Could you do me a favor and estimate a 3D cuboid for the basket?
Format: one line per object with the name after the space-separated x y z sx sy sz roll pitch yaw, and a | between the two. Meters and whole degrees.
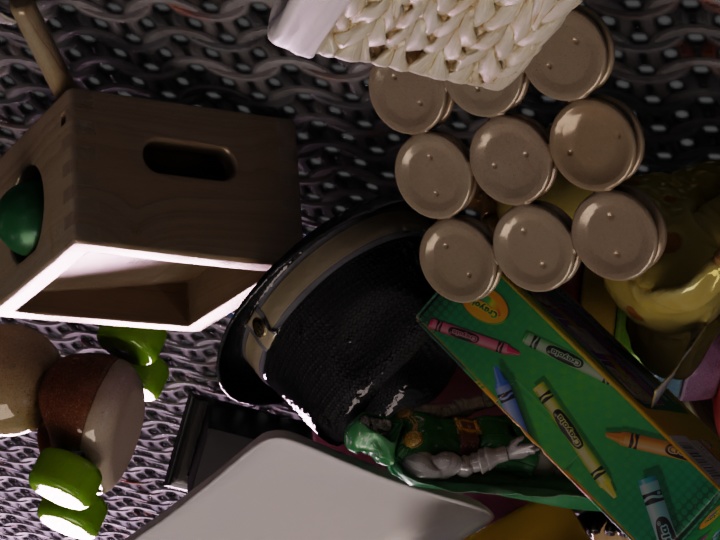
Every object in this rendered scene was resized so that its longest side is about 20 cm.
0.050 -0.182 0.778 0.123 0.136 0.200 16 154 -12 | basket

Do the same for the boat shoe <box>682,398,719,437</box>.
0.278 0.121 1.289 0.066 0.072 0.201 -36 155 31 | boat shoe

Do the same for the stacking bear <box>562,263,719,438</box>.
0.165 0.035 1.180 0.200 0.114 0.122 7 125 6 | stacking bear

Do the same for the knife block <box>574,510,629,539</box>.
0.199 0.115 1.277 0.064 0.200 0.176 4 138 16 | knife block

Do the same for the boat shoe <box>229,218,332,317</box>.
0.000 0.000 1.243 0.200 0.084 0.069 -2 148 -10 | boat shoe

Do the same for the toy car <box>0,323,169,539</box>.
-0.281 0.101 1.460 0.200 0.164 0.158 20 154 5 | toy car

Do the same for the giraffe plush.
0.150 -0.030 1.032 0.162 0.200 0.173 33 134 15 | giraffe plush

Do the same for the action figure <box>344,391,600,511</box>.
0.085 0.110 1.104 0.200 0.118 0.055 4 117 -18 | action figure

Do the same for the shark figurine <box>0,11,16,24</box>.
-0.238 -0.158 1.000 0.128 0.090 0.214 25 153 -28 | shark figurine

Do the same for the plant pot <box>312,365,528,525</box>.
0.056 0.121 1.332 0.179 0.200 0.200 -7 152 2 | plant pot

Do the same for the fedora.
0.007 0.044 1.125 0.200 0.092 0.201 -28 154 -15 | fedora

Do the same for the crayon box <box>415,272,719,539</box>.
0.136 0.078 1.027 0.200 0.058 0.119 45 -167 23 | crayon box

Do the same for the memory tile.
0.076 -0.084 0.947 0.153 0.200 0.017 -11 -169 36 | memory tile

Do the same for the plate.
-0.045 0.175 1.199 0.200 0.032 0.200 24 132 -35 | plate

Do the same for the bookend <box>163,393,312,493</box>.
-0.062 0.196 1.508 0.198 0.092 0.200 15 -171 -9 | bookend

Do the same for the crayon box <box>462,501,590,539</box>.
0.089 0.213 1.241 0.126 0.052 0.200 -28 168 -12 | crayon box

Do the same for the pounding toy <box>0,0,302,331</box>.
-0.155 -0.059 1.125 0.200 0.142 0.184 6 159 -30 | pounding toy
